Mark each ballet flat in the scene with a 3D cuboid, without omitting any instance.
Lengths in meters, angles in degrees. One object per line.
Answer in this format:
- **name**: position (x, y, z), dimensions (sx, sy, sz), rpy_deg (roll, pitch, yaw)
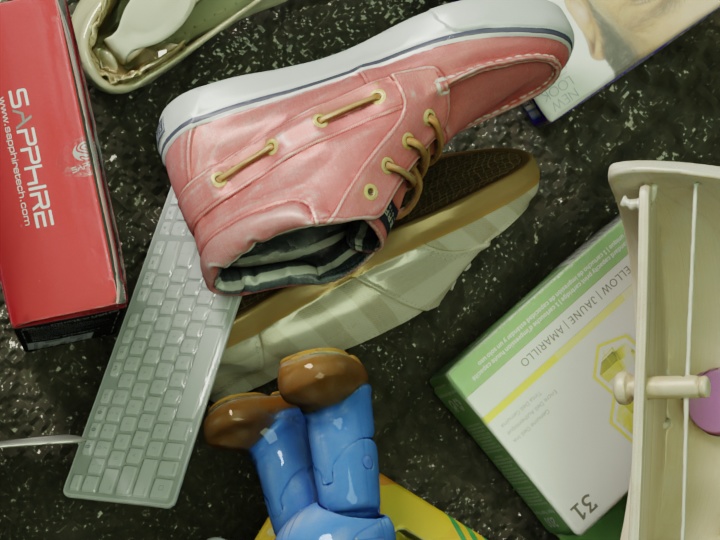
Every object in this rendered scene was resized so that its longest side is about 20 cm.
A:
- **ballet flat**: position (-0.054, -0.149, 0.877), dimensions (0.200, 0.069, 0.070), rpy_deg (-38, 93, 7)

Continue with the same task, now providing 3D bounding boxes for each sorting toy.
- **sorting toy**: position (0.202, 0.059, 0.837), dimensions (0.179, 0.107, 0.202), rpy_deg (1, 83, 20)

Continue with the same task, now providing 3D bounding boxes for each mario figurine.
- **mario figurine**: position (-0.016, 0.136, 0.780), dimensions (0.105, 0.124, 0.201), rpy_deg (-13, 69, -14)

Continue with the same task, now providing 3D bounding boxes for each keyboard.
- **keyboard**: position (-0.080, 0.016, 0.866), dimensions (0.056, 0.011, 0.201), rpy_deg (-1, 57, 28)

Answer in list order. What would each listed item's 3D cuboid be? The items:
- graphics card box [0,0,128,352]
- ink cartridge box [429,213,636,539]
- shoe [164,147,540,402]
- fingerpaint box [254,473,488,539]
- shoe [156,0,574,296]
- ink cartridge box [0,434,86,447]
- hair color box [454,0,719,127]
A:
- **graphics card box**: position (-0.136, -0.034, 0.808), dimensions (0.050, 0.200, 0.126), rpy_deg (-12, 88, -9)
- **ink cartridge box**: position (0.151, 0.085, 0.939), dimensions (0.145, 0.048, 0.200), rpy_deg (-40, 91, -14)
- **shoe**: position (0.000, 0.000, 0.911), dimensions (0.199, 0.070, 0.054), rpy_deg (-27, 119, -10)
- **fingerpaint box**: position (0.000, 0.206, 0.859), dimensions (0.166, 0.073, 0.201), rpy_deg (31, 79, 8)
- **shoe**: position (0.012, -0.053, 0.856), dimensions (0.199, 0.072, 0.091), rpy_deg (-17, 63, -4)
- **ink cartridge box**: position (-0.217, 0.115, 0.817), dimensions (0.198, 0.117, 0.068), rpy_deg (-7, 87, -12)
- **hair color box**: position (0.080, -0.184, 0.931), dimensions (0.109, 0.065, 0.201), rpy_deg (-34, 93, 0)
